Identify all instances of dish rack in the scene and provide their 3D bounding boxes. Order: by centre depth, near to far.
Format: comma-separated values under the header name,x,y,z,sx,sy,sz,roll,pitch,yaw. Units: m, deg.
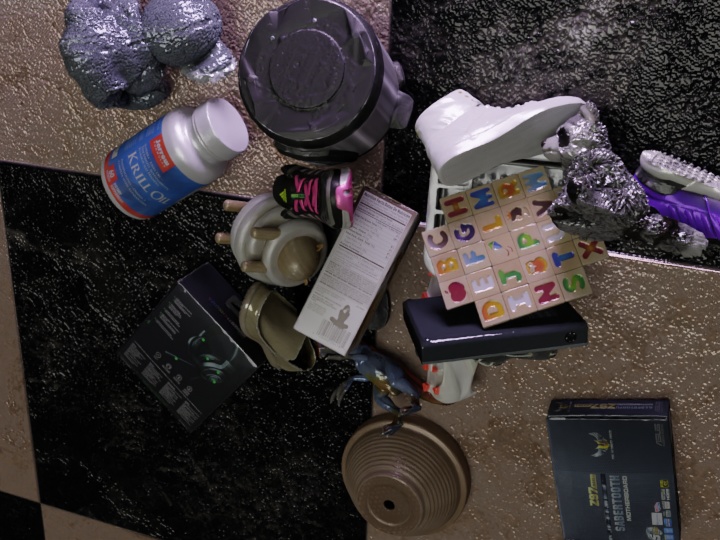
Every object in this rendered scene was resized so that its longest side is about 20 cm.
name,x,y,z,sx,sy,sz,roll,pitch,yaw
dish rack,0.184,-0.066,1.053,0.198,0.043,0.173,8,100,19

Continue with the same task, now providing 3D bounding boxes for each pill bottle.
name,x,y,z,sx,sy,sz,roll,pitch,yaw
pill bottle,-0.257,-0.159,1.166,0.199,0.112,0.113,-26,99,28

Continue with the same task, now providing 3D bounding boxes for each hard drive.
name,x,y,z,sx,sy,sz,roll,pitch,yaw
hard drive,0.159,0.063,1.027,0.198,0.140,0.033,-6,110,-5

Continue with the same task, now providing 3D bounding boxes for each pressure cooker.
name,x,y,z,sx,sy,sz,roll,pitch,yaw
pressure cooker,-0.039,-0.220,1.012,0.178,0.200,0.177,-31,85,9

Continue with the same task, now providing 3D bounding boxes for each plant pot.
name,x,y,z,sx,sy,sz,roll,pitch,yaw
plant pot,0.057,0.320,1.235,0.199,0.093,0.203,7,111,18

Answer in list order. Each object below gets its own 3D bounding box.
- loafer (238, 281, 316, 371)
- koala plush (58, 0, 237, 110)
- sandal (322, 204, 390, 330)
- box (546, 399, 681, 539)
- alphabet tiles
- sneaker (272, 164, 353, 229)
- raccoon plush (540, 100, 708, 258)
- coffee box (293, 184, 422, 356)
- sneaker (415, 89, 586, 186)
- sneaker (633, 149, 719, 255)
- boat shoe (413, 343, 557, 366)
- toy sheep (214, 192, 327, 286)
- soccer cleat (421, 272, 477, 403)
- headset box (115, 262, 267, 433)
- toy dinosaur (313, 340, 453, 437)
name,x,y,z,sx,sy,sz,roll,pitch,yaw
loafer,-0.109,0.082,1.171,0.068,0.076,0.200,13,155,22
koala plush,-0.269,-0.303,1.095,0.198,0.184,0.179,-9,107,12
sandal,-0.019,-0.004,1.166,0.075,0.048,0.202,-15,103,25
box,0.342,0.272,1.126,0.156,0.051,0.202,-3,109,24
alphabet tiles,0.181,-0.030,0.986,0.198,0.006,0.168,-18,74,3
sneaker,-0.061,-0.091,1.015,0.087,0.200,0.075,-2,101,-13
raccoon plush,0.298,-0.101,0.952,0.198,0.135,0.097,22,161,-6
coffee box,0.000,0.000,1.083,0.079,0.114,0.201,27,93,5
sneaker,0.165,-0.187,1.009,0.198,0.116,0.074,-20,141,-5
sneaker,0.400,-0.055,0.972,0.199,0.069,0.100,30,120,17
boat shoe,0.165,0.098,1.079,0.198,0.072,0.068,-8,118,-13
toy sheep,-0.118,-0.046,1.137,0.200,0.137,0.139,46,128,45
soccer cleat,0.127,0.080,1.138,0.069,0.077,0.202,17,106,63
headset box,-0.242,0.114,1.274,0.174,0.093,0.200,46,119,1
toy dinosaur,0.016,0.145,1.210,0.182,0.199,0.105,62,140,30
